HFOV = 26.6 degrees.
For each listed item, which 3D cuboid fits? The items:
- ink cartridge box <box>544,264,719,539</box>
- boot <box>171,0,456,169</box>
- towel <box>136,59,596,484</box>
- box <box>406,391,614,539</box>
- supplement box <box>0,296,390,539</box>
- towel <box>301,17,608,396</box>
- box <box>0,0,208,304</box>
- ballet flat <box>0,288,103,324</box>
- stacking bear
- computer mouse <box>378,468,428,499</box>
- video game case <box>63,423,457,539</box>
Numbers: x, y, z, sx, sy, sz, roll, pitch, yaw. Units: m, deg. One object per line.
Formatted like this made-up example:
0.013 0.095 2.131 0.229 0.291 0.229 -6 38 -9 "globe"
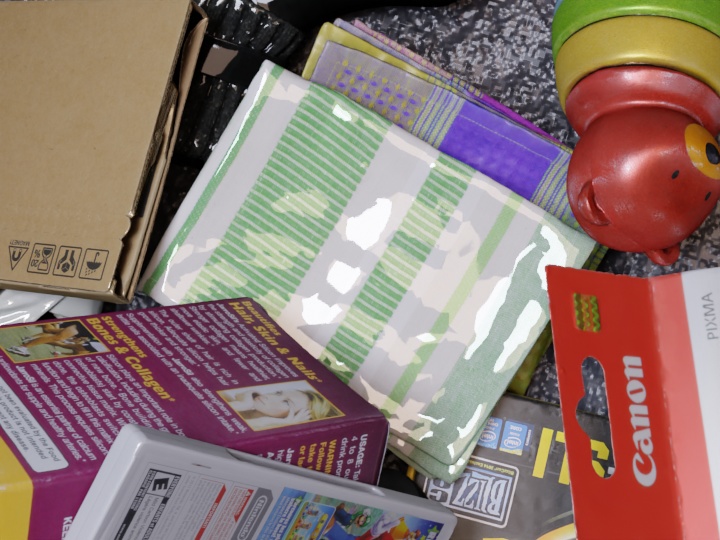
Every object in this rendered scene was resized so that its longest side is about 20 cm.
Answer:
0.195 0.072 0.775 0.199 0.050 0.164 8 67 -29 "ink cartridge box"
-0.038 -0.128 0.853 0.209 0.079 0.159 7 79 12 "boot"
0.000 0.000 0.801 0.199 0.023 0.153 31 97 2 "towel"
0.116 0.158 0.830 0.198 0.049 0.161 14 83 5 "box"
-0.107 0.092 0.702 0.199 0.131 0.104 -6 118 -36 "supplement box"
0.037 -0.031 0.834 0.199 0.023 0.144 28 102 -8 "towel"
-0.183 -0.071 0.831 0.199 0.021 0.165 5 75 33 "box"
-0.188 0.025 0.859 0.200 0.069 0.070 -41 83 2 "ballet flat"
0.153 -0.104 0.798 0.113 0.121 0.201 -14 56 41 "stacking bear"
0.038 0.200 0.790 0.058 0.034 0.201 -22 83 1 "computer mouse"
-0.056 0.151 0.674 0.018 0.199 0.144 35 99 46 "video game case"
